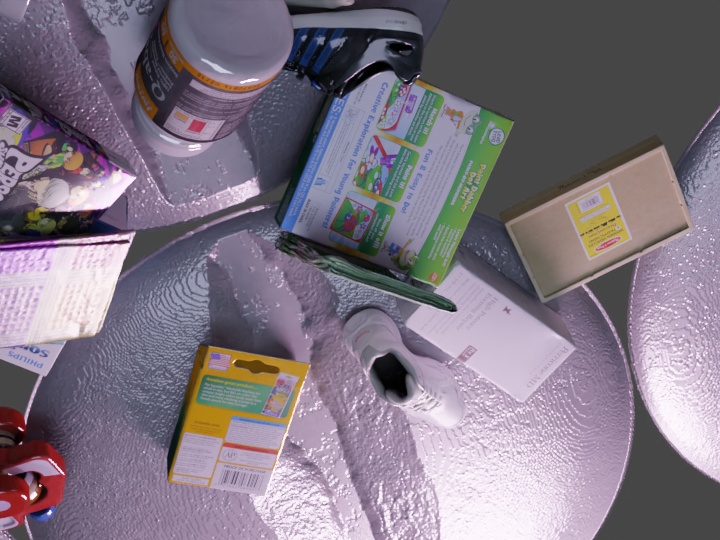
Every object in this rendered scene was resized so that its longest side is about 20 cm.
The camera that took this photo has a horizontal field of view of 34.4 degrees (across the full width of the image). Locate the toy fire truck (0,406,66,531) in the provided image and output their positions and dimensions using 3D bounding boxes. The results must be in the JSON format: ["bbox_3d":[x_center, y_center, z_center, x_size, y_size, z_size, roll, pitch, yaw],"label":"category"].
[{"bbox_3d":[-0.437,0.257,1.360,0.198,0.113,0.168,-17,146,1],"label":"toy fire truck"}]

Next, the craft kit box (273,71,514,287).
[{"bbox_3d":[0.035,-0.107,1.234,0.196,0.049,0.201,21,102,-18],"label":"craft kit box"}]

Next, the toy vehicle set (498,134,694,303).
[{"bbox_3d":[0.273,-0.057,1.338,0.199,0.027,0.125,-26,121,5],"label":"toy vehicle set"}]

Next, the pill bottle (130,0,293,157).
[{"bbox_3d":[-0.146,-0.187,1.085,0.115,0.117,0.200,17,155,-19],"label":"pill bottle"}]

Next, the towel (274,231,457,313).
[{"bbox_3d":[0.000,0.000,1.228,0.151,0.200,0.024,19,91,-20],"label":"towel"}]

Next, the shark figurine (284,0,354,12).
[{"bbox_3d":[-0.090,-0.297,1.119,0.212,0.128,0.090,7,94,6],"label":"shark figurine"}]

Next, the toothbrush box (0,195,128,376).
[{"bbox_3d":[-0.352,-0.009,1.219,0.146,0.085,0.201,24,112,-23],"label":"toothbrush box"}]

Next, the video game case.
[{"bbox_3d":[-0.334,-0.059,1.078,0.200,0.036,0.181,-46,146,8],"label":"video game case"}]

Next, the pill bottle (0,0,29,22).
[{"bbox_3d":[-0.383,-0.299,1.029,0.199,0.111,0.111,21,114,-21],"label":"pill bottle"}]

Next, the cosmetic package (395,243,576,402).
[{"bbox_3d":[0.146,0.058,1.356,0.199,0.074,0.102,33,110,-24],"label":"cosmetic package"}]

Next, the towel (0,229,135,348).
[{"bbox_3d":[-0.320,0.019,1.130,0.199,0.023,0.144,-7,136,-42],"label":"towel"}]

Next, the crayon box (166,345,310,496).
[{"bbox_3d":[-0.146,0.168,1.379,0.125,0.052,0.201,12,118,-16],"label":"crayon box"}]

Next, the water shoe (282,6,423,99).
[{"bbox_3d":[-0.037,-0.207,1.134,0.198,0.071,0.080,-4,89,15],"label":"water shoe"}]

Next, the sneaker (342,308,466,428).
[{"bbox_3d":[0.055,0.138,1.370,0.078,0.100,0.200,-42,118,15],"label":"sneaker"}]
